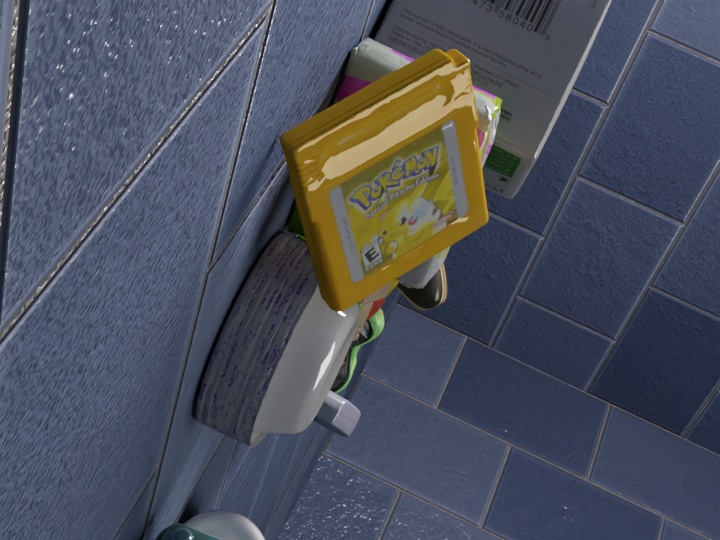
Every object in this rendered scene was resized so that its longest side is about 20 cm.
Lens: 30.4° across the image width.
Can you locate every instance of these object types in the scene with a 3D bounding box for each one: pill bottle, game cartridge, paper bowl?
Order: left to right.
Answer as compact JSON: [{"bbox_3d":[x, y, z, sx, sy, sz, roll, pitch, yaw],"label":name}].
[{"bbox_3d":[-0.163,0.350,1.555,0.200,0.115,0.116,103,13,-72],"label":"pill bottle"},{"bbox_3d":[-0.071,0.074,1.272,0.202,0.104,0.201,-63,175,-11],"label":"paper bowl"},{"bbox_3d":[-0.063,0.149,1.556,0.041,0.133,0.200,-57,175,-8],"label":"game cartridge"},{"bbox_3d":[0.028,-0.076,1.138,0.176,0.032,0.201,-31,141,-15],"label":"game cartridge"}]

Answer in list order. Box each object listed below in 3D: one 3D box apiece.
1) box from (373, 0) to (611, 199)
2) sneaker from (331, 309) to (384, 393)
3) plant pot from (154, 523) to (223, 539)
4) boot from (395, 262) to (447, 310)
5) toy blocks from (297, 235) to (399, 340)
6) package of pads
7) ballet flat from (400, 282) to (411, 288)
[{"bbox_3d":[0.121,-0.217,1.363,0.201,0.198,0.171,-63,176,-9],"label":"box"},{"bbox_3d":[-0.041,0.090,1.618,0.077,0.083,0.201,67,-33,30],"label":"sneaker"},{"bbox_3d":[-0.159,0.364,1.287,0.196,0.195,0.201,-59,164,-51],"label":"plant pot"},{"bbox_3d":[0.038,-0.037,1.642,0.077,0.201,0.138,-28,180,14],"label":"boot"},{"bbox_3d":[0.000,0.000,1.436,0.136,0.100,0.201,-16,133,-55],"label":"toy blocks"},{"bbox_3d":[0.035,-0.098,1.264,0.068,0.154,0.201,-56,170,-63],"label":"package of pads"},{"bbox_3d":[0.044,-0.082,1.552,0.072,0.071,0.202,-49,130,-74],"label":"ballet flat"}]
